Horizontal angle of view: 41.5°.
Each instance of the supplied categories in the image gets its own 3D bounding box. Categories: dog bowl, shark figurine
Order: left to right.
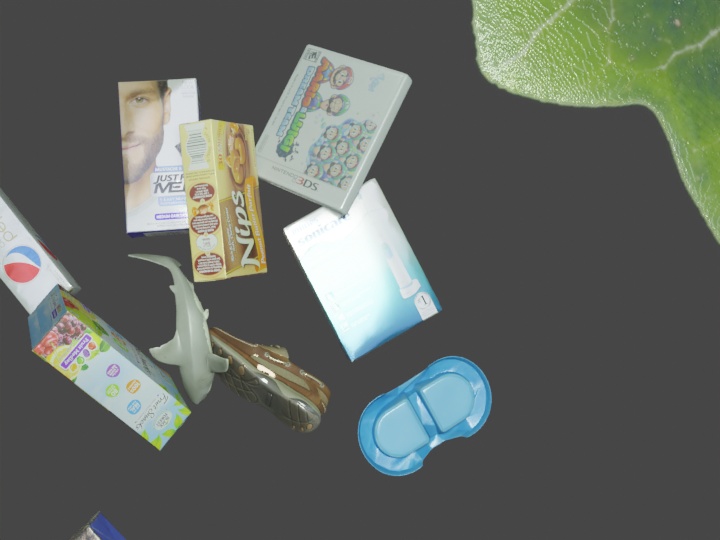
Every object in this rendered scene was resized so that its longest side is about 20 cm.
[{"bbox_3d":[-0.241,0.074,1.238,0.088,0.127,0.219,-15,91,-29],"label":"shark figurine"},{"bbox_3d":[0.086,0.199,1.316,0.198,0.050,0.113,-31,90,-6],"label":"dog bowl"}]

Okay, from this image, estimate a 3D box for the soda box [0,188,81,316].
[{"bbox_3d":[-0.462,-0.032,1.260,0.068,0.064,0.201,-39,92,-7],"label":"soda box"}]

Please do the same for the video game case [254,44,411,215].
[{"bbox_3d":[-0.046,-0.195,1.285,0.180,0.024,0.203,23,84,32],"label":"video game case"}]

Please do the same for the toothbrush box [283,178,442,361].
[{"bbox_3d":[0.000,0.000,1.298,0.145,0.085,0.203,-29,91,-6],"label":"toothbrush box"}]

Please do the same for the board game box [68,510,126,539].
[{"bbox_3d":[-0.364,0.448,1.228,0.200,0.097,0.160,-45,92,-7],"label":"board game box"}]

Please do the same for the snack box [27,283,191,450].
[{"bbox_3d":[-0.316,0.117,1.188,0.068,0.168,0.200,-47,114,-7],"label":"snack box"}]

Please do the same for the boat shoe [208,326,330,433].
[{"bbox_3d":[-0.127,0.139,1.292,0.198,0.076,0.072,36,50,5],"label":"boat shoe"}]

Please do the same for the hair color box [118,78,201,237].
[{"bbox_3d":[-0.267,-0.152,1.288,0.107,0.065,0.205,-4,86,-6],"label":"hair color box"}]

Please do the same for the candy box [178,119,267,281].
[{"bbox_3d":[-0.180,-0.092,1.257,0.054,0.115,0.205,-4,92,23],"label":"candy box"}]
